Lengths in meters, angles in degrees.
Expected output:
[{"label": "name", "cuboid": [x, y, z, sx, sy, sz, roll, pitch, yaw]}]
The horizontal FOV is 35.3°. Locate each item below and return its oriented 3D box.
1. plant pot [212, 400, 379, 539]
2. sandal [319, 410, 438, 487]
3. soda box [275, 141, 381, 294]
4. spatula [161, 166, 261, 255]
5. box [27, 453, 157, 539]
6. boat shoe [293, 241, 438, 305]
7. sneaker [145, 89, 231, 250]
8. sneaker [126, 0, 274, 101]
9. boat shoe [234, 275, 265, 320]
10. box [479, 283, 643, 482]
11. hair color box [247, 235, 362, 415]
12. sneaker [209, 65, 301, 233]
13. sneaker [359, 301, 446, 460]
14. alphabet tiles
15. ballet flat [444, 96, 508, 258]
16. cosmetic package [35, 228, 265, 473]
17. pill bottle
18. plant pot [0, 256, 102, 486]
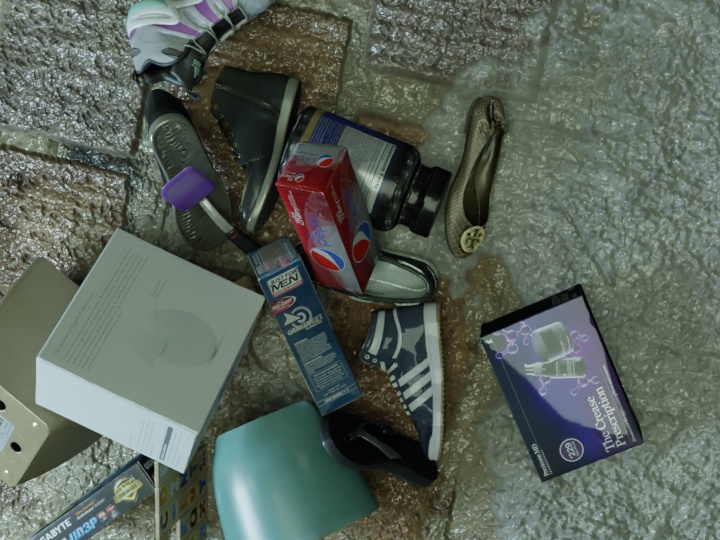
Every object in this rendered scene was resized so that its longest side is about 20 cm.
[{"label": "plant pot", "cuboid": [-0.097, 0.261, 1.429, 0.199, 0.200, 0.163, -24, 83, 11]}, {"label": "sandal", "cuboid": [0.028, 0.217, 1.422, 0.199, 0.077, 0.043, 23, 127, -39]}, {"label": "soda box", "cuboid": [-0.034, -0.059, 1.320, 0.063, 0.201, 0.071, 12, 59, 23]}, {"label": "spatula", "cuboid": [-0.173, -0.061, 1.406, 0.056, 0.021, 0.200, -35, 133, 9]}, {"label": "box", "cuboid": [-0.325, 0.296, 1.477, 0.199, 0.159, 0.046, -36, 91, 12]}, {"label": "boat shoe", "cuboid": [0.000, 0.000, 1.432, 0.197, 0.060, 0.077, 5, 105, 9]}, {"label": "sneaker", "cuboid": [-0.217, -0.130, 1.435, 0.074, 0.107, 0.202, -17, 126, -6]}, {"label": "sneaker", "cuboid": [-0.191, -0.273, 1.380, 0.198, 0.078, 0.142, -14, 67, 18]}, {"label": "boat shoe", "cuboid": [-0.224, 0.052, 1.471, 0.197, 0.074, 0.070, -13, 90, 5]}, {"label": "box", "cuboid": [0.251, 0.141, 1.416, 0.140, 0.079, 0.202, -23, 96, 13]}, {"label": "hair color box", "cuboid": [-0.069, 0.068, 1.404, 0.060, 0.100, 0.202, -26, 112, -5]}, {"label": "sneaker", "cuboid": [-0.145, -0.152, 1.410, 0.105, 0.075, 0.203, 13, 81, 5]}, {"label": "sneaker", "cuboid": [0.055, 0.142, 1.445, 0.107, 0.070, 0.203, -2, 95, 5]}, {"label": "alphabet tiles", "cuboid": [-0.229, 0.283, 1.458, 0.007, 0.167, 0.203, 4, 100, 13]}, {"label": "ballet flat", "cuboid": [0.147, -0.112, 1.390, 0.046, 0.067, 0.203, 17, 99, 41]}, {"label": "cosmetic package", "cuboid": [-0.247, 0.094, 1.332, 0.198, 0.201, 0.123, 26, 145, -1]}, {"label": "pill bottle", "cuboid": [0.006, -0.116, 1.386, 0.198, 0.112, 0.113, 22, 102, 3]}, {"label": "plant pot", "cuboid": [-0.415, 0.144, 1.423, 0.199, 0.177, 0.200, 40, 125, 0]}]
